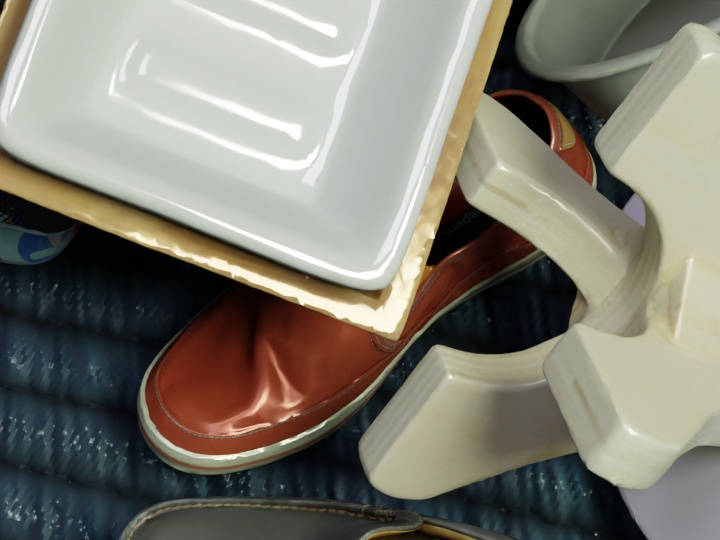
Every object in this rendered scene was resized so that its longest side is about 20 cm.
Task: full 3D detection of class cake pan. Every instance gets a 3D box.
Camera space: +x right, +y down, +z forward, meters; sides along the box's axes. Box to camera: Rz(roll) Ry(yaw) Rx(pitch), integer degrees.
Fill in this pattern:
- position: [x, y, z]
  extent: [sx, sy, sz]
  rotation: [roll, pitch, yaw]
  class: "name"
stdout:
- position: [0.149, -0.119, 0.900]
  extent: [0.200, 0.037, 0.200]
  rotation: [-31, 20, 13]
  class: "cake pan"

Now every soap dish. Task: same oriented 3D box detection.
- position: [-0.032, -0.094, 0.825]
  extent: [0.157, 0.081, 0.201]
  rotation: [21, 77, -8]
  class: "soap dish"

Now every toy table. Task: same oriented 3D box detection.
- position: [0.096, 0.018, 0.798]
  extent: [0.184, 0.117, 0.200]
  rotation: [-59, 31, 13]
  class: "toy table"

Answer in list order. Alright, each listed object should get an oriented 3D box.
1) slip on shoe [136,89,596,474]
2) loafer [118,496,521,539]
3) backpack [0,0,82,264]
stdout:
- position: [0.000, 0.000, 0.903]
  extent: [0.199, 0.061, 0.074]
  rotation: [-35, 59, -9]
  class: "slip on shoe"
- position: [0.006, 0.105, 0.827]
  extent: [0.199, 0.072, 0.073]
  rotation: [7, 61, 17]
  class: "loafer"
- position: [-0.175, -0.104, 0.950]
  extent: [0.199, 0.151, 0.178]
  rotation: [12, 55, 7]
  class: "backpack"
